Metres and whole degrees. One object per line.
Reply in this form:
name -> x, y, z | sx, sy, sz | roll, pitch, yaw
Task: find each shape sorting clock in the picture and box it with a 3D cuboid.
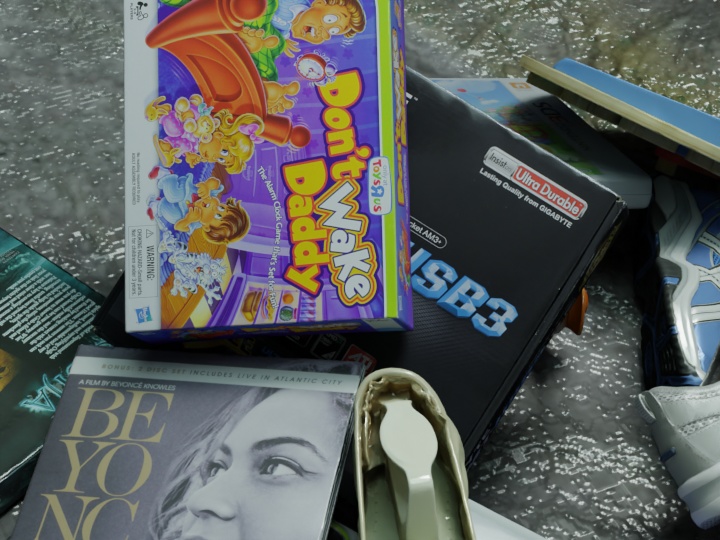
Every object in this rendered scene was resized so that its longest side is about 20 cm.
shape sorting clock -> 0.179, -0.074, 1.226 | 0.199, 0.039, 0.200 | 22, 6, -2

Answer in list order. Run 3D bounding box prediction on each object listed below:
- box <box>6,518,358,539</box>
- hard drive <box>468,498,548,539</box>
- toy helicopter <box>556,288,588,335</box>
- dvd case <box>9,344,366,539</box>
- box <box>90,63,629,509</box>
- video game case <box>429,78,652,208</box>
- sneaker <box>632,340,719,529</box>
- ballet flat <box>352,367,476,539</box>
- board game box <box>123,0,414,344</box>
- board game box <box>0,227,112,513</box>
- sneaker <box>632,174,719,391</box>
box -> -0.059, 0.153, 1.025 | 0.199, 0.035, 0.110 | 26, 47, 18
hard drive -> 0.083, 0.185, 0.963 | 0.199, 0.027, 0.132 | 26, 50, 17
toy helicopter -> 0.073, -0.007, 1.185 | 0.132, 0.079, 0.200 | 13, 31, 15
dvd case -> -0.088, 0.120, 0.993 | 0.148, 0.016, 0.201 | 3, 51, 15
box -> 0.000, 0.000, 1.080 | 0.200, 0.050, 0.199 | 33, 91, 12
video game case -> 0.040, -0.075, 1.226 | 0.199, 0.022, 0.182 | -2, 23, -17
sneaker -> 0.221, 0.042, 1.073 | 0.200, 0.075, 0.082 | -33, 84, -30
ballet flat -> 0.025, 0.126, 0.949 | 0.069, 0.070, 0.201 | -1, 47, -9
board game box -> -0.045, -0.069, 1.051 | 0.134, 0.045, 0.201 | -4, 80, 11
board game box -> -0.209, 0.065, 1.099 | 0.135, 0.028, 0.200 | 32, 48, 23
sneaker -> 0.193, 0.018, 1.169 | 0.077, 0.076, 0.200 | 6, 43, -1
